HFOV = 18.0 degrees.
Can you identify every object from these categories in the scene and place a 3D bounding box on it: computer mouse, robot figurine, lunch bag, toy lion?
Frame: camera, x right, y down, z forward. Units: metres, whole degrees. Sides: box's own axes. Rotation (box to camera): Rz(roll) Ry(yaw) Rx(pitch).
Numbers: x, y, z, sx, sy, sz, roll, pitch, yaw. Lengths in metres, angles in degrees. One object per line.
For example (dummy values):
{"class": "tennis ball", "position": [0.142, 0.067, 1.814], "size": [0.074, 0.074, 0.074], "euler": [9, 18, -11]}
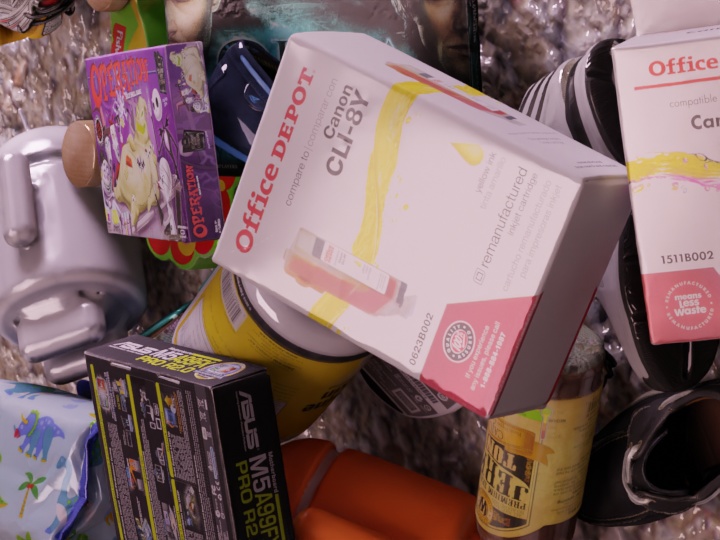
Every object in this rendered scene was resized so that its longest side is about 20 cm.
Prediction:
{"class": "computer mouse", "position": [0.070, 0.041, 1.415], "size": [0.110, 0.044, 0.199], "euler": [48, 145, -18]}
{"class": "robot figurine", "position": [0.002, 0.179, 1.463], "size": [0.199, 0.144, 0.117], "euler": [20, 120, 11]}
{"class": "lunch bag", "position": [-0.182, 0.152, 1.635], "size": [0.169, 0.199, 0.128], "euler": [14, 85, 43]}
{"class": "robot figurine", "position": [-0.216, -0.021, 1.645], "size": [0.112, 0.170, 0.201], "euler": [-16, 59, 9]}
{"class": "toy lion", "position": [-0.122, -0.109, 1.539], "size": [0.191, 0.068, 0.202], "euler": [25, 112, 48]}

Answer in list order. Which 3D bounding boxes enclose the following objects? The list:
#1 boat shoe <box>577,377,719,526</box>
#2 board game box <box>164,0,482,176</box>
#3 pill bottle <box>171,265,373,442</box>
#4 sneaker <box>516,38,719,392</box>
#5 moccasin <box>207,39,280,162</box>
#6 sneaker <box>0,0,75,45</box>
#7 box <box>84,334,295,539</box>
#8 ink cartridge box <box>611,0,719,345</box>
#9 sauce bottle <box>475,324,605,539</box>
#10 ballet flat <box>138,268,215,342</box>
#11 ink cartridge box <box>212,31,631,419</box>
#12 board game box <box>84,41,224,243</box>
{"class": "boat shoe", "position": [0.176, 0.105, 1.314], "size": [0.200, 0.067, 0.072], "euler": [-31, 81, 52]}
{"class": "board game box", "position": [-0.023, -0.124, 1.414], "size": [0.198, 0.028, 0.136], "euler": [2, 109, 18]}
{"class": "pill bottle", "position": [-0.056, 0.043, 1.446], "size": [0.112, 0.112, 0.200], "euler": [60, 146, 15]}
{"class": "sneaker", "position": [0.142, -0.024, 1.318], "size": [0.115, 0.075, 0.202], "euler": [-21, 80, 58]}
{"class": "moccasin", "position": [-0.008, -0.073, 1.367], "size": [0.199, 0.080, 0.069], "euler": [27, 110, 6]}
{"class": "sneaker", "position": [-0.225, -0.217, 1.651], "size": [0.200, 0.077, 0.083], "euler": [-16, 95, 58]}
{"class": "box", "position": [-0.101, 0.150, 1.419], "size": [0.160, 0.044, 0.202], "euler": [10, 112, 55]}
{"class": "ink cartridge box", "position": [0.199, -0.070, 1.197], "size": [0.116, 0.067, 0.202], "euler": [-7, 99, 19]}
{"class": "sauce bottle", "position": [0.102, 0.127, 1.348], "size": [0.065, 0.064, 0.201], "euler": [30, 127, 38]}
{"class": "ballet flat", "position": [-0.094, 0.033, 1.594], "size": [0.071, 0.069, 0.200], "euler": [51, 135, 3]}
{"class": "ink cartridge box", "position": [0.033, -0.028, 1.263], "size": [0.199, 0.083, 0.146], "euler": [29, 107, 26]}
{"class": "board game box", "position": [-0.132, -0.080, 1.440], "size": [0.200, 0.032, 0.121], "euler": [-174, 80, -70]}
